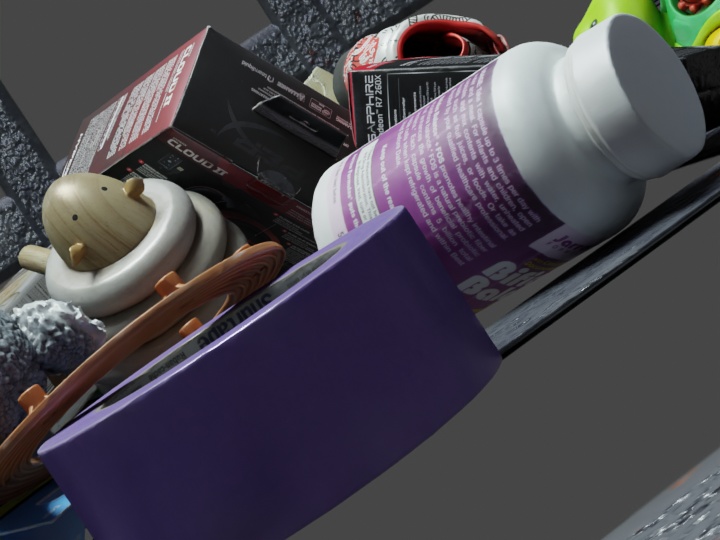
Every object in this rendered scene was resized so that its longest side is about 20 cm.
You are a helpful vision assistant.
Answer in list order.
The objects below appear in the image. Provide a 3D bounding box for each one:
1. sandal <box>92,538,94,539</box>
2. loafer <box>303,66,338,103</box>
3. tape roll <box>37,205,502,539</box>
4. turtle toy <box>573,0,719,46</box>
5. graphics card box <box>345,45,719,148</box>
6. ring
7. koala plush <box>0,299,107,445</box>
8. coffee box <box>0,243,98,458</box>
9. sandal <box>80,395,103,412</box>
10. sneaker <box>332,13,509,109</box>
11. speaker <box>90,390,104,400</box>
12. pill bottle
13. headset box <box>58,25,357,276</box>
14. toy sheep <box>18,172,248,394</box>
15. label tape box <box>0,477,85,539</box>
[{"bbox_3d":[-0.083,0.104,1.163,0.200,0.045,0.075,-53,6,-29],"label":"sandal"},{"bbox_3d":[-0.078,-0.076,1.541,0.199,0.068,0.076,-33,3,11],"label":"loafer"},{"bbox_3d":[-0.041,0.060,0.977,0.199,0.085,0.200,-34,4,3],"label":"tape roll"},{"bbox_3d":[0.245,-0.186,1.503,0.199,0.101,0.146,-33,4,2],"label":"turtle toy"},{"bbox_3d":[0.106,-0.101,1.249,0.199,0.051,0.125,-1,7,20],"label":"graphics card box"},{"bbox_3d":[-0.118,0.049,1.082,0.200,0.019,0.200,-40,-7,-6],"label":"ring"},{"bbox_3d":[-0.240,0.061,1.152,0.199,0.185,0.177,-2,27,38],"label":"koala plush"},{"bbox_3d":[-0.207,0.054,1.358,0.114,0.080,0.200,-36,11,30],"label":"coffee box"},{"bbox_3d":[-0.160,0.107,1.342,0.079,0.058,0.201,7,-11,-18],"label":"sandal"},{"bbox_3d":[0.089,-0.107,1.406,0.108,0.200,0.068,157,128,-66],"label":"sneaker"},{"bbox_3d":[-0.149,0.093,1.455,0.200,0.089,0.088,-30,5,46],"label":"speaker"},{"bbox_3d":[0.079,-0.051,1.141,0.200,0.113,0.112,-31,4,34],"label":"pill bottle"},{"bbox_3d":[-0.079,-0.059,1.320,0.200,0.148,0.075,-26,40,55],"label":"headset box"},{"bbox_3d":[-0.117,0.019,1.255,0.137,0.200,0.138,-24,39,21],"label":"toy sheep"},{"bbox_3d":[-0.210,0.165,1.137,0.199,0.066,0.143,-19,6,17],"label":"label tape box"}]
